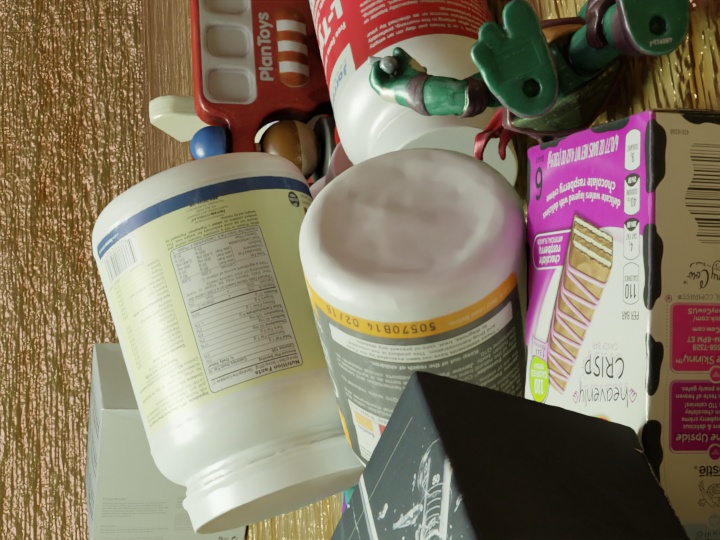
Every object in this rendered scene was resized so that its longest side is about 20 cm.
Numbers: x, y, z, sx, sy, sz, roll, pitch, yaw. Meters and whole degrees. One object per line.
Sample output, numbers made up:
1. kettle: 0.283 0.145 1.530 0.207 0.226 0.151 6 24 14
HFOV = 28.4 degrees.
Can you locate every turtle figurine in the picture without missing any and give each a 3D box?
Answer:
1. turtle figurine: 0.088 -0.113 0.696 0.150 0.101 0.200 -43 9 1

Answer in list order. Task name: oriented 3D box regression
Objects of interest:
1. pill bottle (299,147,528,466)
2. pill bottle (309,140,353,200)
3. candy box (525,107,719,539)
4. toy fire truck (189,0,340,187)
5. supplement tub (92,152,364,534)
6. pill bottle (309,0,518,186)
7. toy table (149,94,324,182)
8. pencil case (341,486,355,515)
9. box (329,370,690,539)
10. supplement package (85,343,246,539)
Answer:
1. pill bottle: 0.039 0.046 0.754 0.117 0.115 0.202 -106 3 -48
2. pill bottle: 0.000 0.000 0.994 0.201 0.109 0.112 108 158 -47
3. candy box: 0.121 0.039 0.621 0.136 0.060 0.204 171 99 -75
4. toy fire truck: -0.048 -0.125 1.076 0.112 0.165 0.203 130 139 -68
5. supplement tub: -0.074 0.045 0.877 0.145 0.143 0.203 127 126 -66
6. pill bottle: 0.033 -0.124 0.871 0.113 0.110 0.202 106 159 -45
7. toy table: -0.082 -0.120 1.209 0.184 0.116 0.203 44 -141 -49
8. pencil case: 0.024 0.151 0.930 0.092 0.084 0.203 37 -135 -62
9. box: 0.041 0.176 0.504 0.183 0.103 0.202 -109 39 -58
10. supplement package: -0.231 0.209 1.716 0.148 0.188 0.203 -115 30 -58
